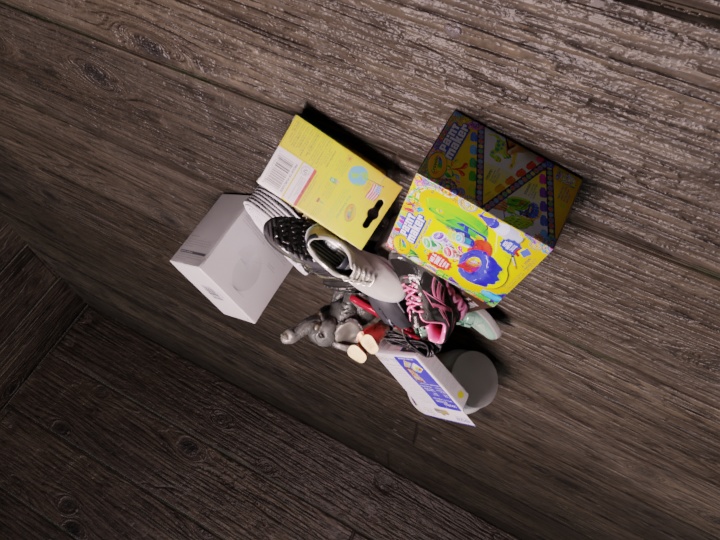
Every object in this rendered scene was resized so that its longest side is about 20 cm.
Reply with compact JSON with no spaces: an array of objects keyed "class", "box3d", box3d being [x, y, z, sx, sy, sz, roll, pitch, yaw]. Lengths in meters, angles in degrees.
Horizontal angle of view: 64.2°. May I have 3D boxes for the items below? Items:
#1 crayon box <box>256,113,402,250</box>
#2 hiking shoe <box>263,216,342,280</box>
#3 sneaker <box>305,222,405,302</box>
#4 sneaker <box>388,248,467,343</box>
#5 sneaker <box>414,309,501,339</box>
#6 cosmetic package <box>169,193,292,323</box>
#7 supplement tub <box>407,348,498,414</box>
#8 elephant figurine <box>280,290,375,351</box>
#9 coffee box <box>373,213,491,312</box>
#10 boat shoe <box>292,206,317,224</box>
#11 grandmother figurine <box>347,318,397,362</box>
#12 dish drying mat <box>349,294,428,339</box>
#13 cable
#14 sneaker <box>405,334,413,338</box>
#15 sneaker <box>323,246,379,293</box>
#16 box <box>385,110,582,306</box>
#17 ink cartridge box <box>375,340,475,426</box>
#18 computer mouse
[{"class":"crayon box","box3d":[-0.047,-0.140,0.916,0.199,0.127,0.051,34,-164,-5]},{"class":"hiking shoe","box3d":[-0.091,-0.025,1.023,0.199,0.076,0.101,27,151,-20]},{"class":"sneaker","box3d":[-0.010,-0.001,0.948,0.199,0.071,0.073,31,114,-8]},{"class":"sneaker","box3d":[0.102,0.044,0.930,0.079,0.096,0.200,2,140,48]},{"class":"sneaker","box3d":[0.168,0.099,1.103,0.200,0.119,0.074,37,172,-5]},{"class":"cosmetic package","box3d":[-0.270,-0.029,1.273,0.122,0.201,0.200,11,148,40]},{"class":"supplement tub","box3d":[0.210,0.261,1.331,0.145,0.146,0.200,36,154,-11]},{"class":"elephant figurine","box3d":[-0.057,0.115,1.278,0.155,0.201,0.142,36,175,2]},{"class":"coffee box","box3d":[0.139,-0.018,0.982,0.200,0.080,0.114,38,154,-15]},{"class":"boat shoe","box3d":[-0.088,-0.119,1.013,0.075,0.072,0.201,21,142,46]},{"class":"grandmother figurine","box3d":[0.044,0.128,1.249,0.121,0.200,0.061,-31,93,25]},{"class":"dish drying mat","box3d":[0.071,0.103,1.150,0.199,0.018,0.077,29,173,15]},{"class":"cable","box3d":[-0.148,-0.082,1.144,0.200,0.069,0.200,37,166,37]},{"class":"sneaker","box3d":[0.121,0.116,1.236,0.080,0.087,0.200,29,155,7]},{"class":"sneaker","box3d":[0.000,0.000,1.151,0.076,0.092,0.199,9,170,-44]},{"class":"box","box3d":[0.161,-0.077,0.804,0.192,0.122,0.200,30,155,5]},{"class":"ink cartridge box","box3d":[0.138,0.233,1.212,0.200,0.047,0.197,48,158,-13]},{"class":"computer mouse","box3d":[0.074,0.080,1.027,0.140,0.046,0.201,15,134,37]}]
